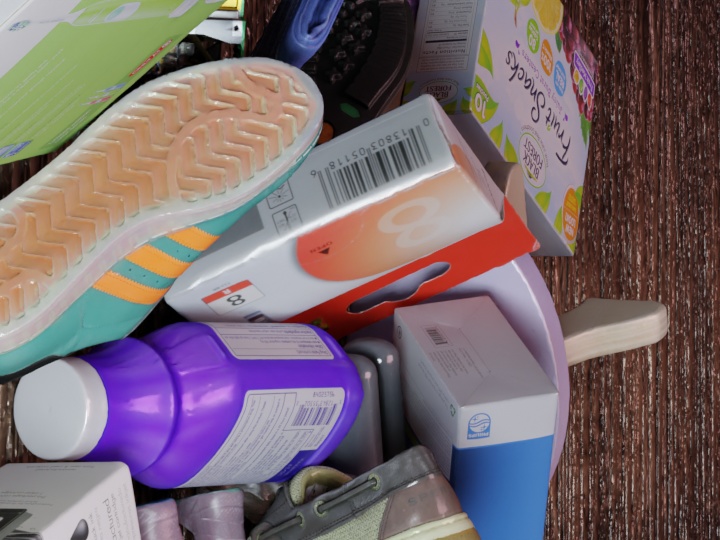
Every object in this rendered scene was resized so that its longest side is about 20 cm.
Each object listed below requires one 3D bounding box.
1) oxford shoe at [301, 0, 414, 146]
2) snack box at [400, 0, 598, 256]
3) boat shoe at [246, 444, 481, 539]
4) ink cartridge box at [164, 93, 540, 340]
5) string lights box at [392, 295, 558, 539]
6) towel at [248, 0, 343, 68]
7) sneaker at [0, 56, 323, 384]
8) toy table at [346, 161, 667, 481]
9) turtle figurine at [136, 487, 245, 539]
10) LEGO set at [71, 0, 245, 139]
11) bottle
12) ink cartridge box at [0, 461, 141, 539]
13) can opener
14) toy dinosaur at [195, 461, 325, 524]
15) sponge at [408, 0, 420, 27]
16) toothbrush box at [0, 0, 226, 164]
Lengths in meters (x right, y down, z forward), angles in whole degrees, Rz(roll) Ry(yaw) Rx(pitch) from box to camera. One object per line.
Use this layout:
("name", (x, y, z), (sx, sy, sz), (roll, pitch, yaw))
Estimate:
("oxford shoe", (-0.014, -0.073, 1.543), (0.085, 0.072, 0.201), (81, 22, -57))
("snack box", (0.091, -0.114, 1.721), (0.200, 0.053, 0.143), (48, 48, -56))
("boat shoe", (-0.014, 0.130, 1.373), (0.071, 0.200, 0.067), (-8, 82, -36))
("ink cartridge box", (0.000, 0.000, 1.398), (0.200, 0.161, 0.050), (49, 19, -59))
("string lights box", (0.054, 0.127, 1.482), (0.103, 0.059, 0.201), (-123, -149, -54))
("towel", (-0.041, -0.100, 1.364), (0.200, 0.024, 0.145), (-56, -170, 48))
("sneaker", (-0.103, -0.021, 1.216), (0.072, 0.199, 0.080), (52, -14, 20))
("toy table", (0.074, 0.040, 1.577), (0.117, 0.183, 0.201), (-44, 144, -58))
("turtle figurine", (-0.076, 0.210, 1.331), (0.150, 0.100, 0.202), (15, 65, -77))
("LEGO set", (-0.115, -0.140, 1.277), (0.154, 0.115, 0.202), (-111, -155, -69))
("bottle", (-0.083, 0.065, 1.324), (0.199, 0.084, 0.065), (2, 44, -54))
("ink cartridge box", (-0.161, 0.170, 1.162), (0.200, 0.067, 0.117), (-40, 125, -61))
("can opener", (0.021, 0.137, 1.435), (0.053, 0.066, 0.202), (-31, 121, -58))
("toy dinosaur", (-0.015, 0.121, 1.504), (0.200, 0.076, 0.103), (-20, 120, -62))
("sponge", (0.057, -0.139, 1.746), (0.201, 0.030, 0.112), (66, 31, -43))
("toothbrush box", (-0.144, -0.110, 1.096), (0.086, 0.145, 0.200), (53, 24, 5))
